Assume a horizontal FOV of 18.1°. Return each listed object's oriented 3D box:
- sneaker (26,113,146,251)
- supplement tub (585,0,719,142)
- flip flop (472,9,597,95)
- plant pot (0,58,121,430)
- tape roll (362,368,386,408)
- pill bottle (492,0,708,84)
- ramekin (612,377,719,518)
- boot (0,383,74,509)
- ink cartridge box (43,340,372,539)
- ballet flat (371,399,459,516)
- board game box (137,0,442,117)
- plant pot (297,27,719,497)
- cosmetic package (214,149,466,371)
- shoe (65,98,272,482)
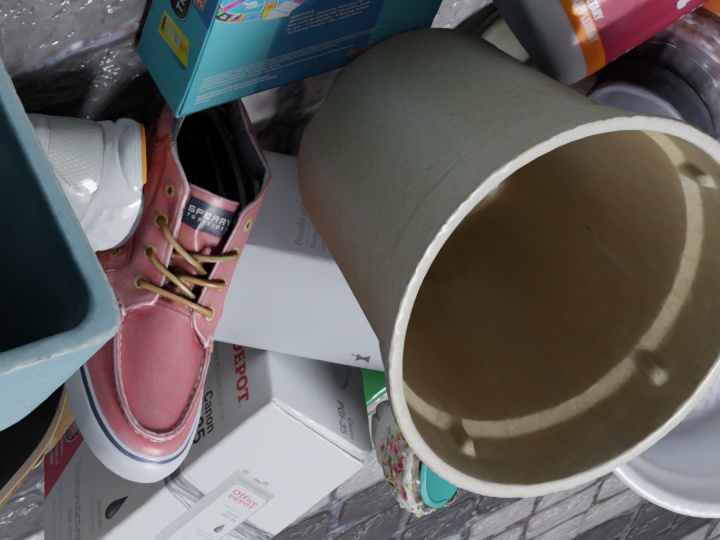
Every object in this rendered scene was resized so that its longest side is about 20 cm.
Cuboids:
[{"bbox_3d":[-0.182,-0.026,1.126,0.091,0.076,0.200,15,145,-25],"label":"sneaker"},{"bbox_3d":[0.199,-0.132,1.241,0.200,0.107,0.107,-50,171,-33],"label":"supplement tub"},{"bbox_3d":[0.148,-0.101,1.304,0.199,0.058,0.082,17,104,-23],"label":"flip flop"},{"bbox_3d":[-0.246,0.009,0.941,0.195,0.197,0.200,-19,163,-30],"label":"plant pot"},{"bbox_3d":[0.004,0.062,1.488,0.200,0.048,0.200,-37,177,-2],"label":"tape roll"},{"bbox_3d":[0.157,-0.191,1.146,0.199,0.113,0.113,-32,158,-1],"label":"pill bottle"},{"bbox_3d":[0.193,0.031,1.293,0.199,0.202,0.098,-26,-161,-14],"label":"ramekin"},{"bbox_3d":[-0.184,0.087,1.198,0.201,0.073,0.076,-63,157,-45],"label":"boot"},{"bbox_3d":[-0.097,0.101,1.356,0.200,0.147,0.083,-39,124,24],"label":"ink cartridge box"},{"bbox_3d":[0.043,0.090,1.322,0.200,0.063,0.076,-34,128,-63],"label":"ballet flat"},{"bbox_3d":[-0.012,-0.167,1.058,0.150,0.047,0.200,-20,155,-29],"label":"board game box"},{"bbox_3d":[0.063,-0.024,1.106,0.199,0.184,0.202,-15,125,-22],"label":"plant pot"},{"bbox_3d":[0.000,0.000,1.257,0.198,0.074,0.102,9,145,-4],"label":"cosmetic package"},{"bbox_3d":[-0.094,-0.001,1.116,0.071,0.201,0.091,18,140,-23],"label":"shoe"}]
